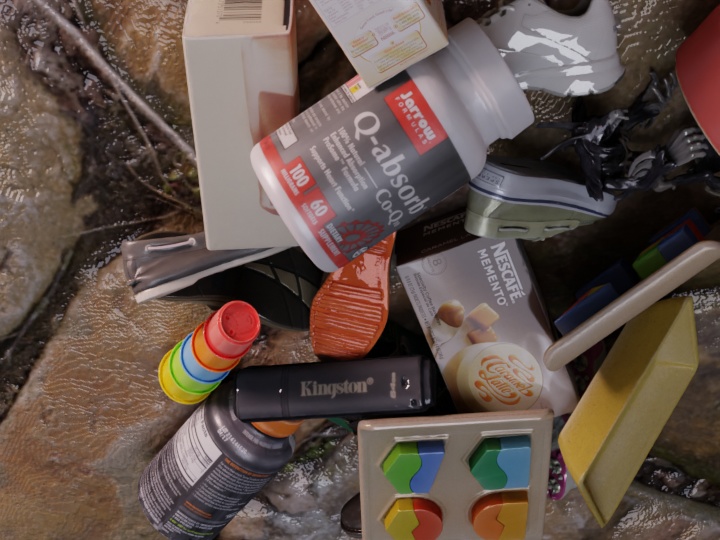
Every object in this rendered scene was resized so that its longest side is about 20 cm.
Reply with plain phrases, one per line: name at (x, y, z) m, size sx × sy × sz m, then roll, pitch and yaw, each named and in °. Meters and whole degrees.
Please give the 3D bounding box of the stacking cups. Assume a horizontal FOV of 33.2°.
stacking cups at (-0.135, 0.074, 1.128) m, size 0.060 × 0.061 × 0.200 m, roll 21°, pitch 154°, yaw -17°

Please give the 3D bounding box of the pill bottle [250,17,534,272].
pill bottle at (0.025, -0.098, 0.925) m, size 0.199 × 0.116 × 0.116 m, roll -34°, pitch 123°, yaw 4°

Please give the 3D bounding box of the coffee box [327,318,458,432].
coffee box at (0.056, 0.134, 1.246) m, size 0.199 × 0.044 × 0.123 m, roll 30°, pitch 121°, yaw -22°

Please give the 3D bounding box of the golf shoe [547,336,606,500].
golf shoe at (0.228, 0.141, 1.251) m, size 0.091 × 0.075 × 0.202 m, roll -13°, pitch 127°, yaw -30°

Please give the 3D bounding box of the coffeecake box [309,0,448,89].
coffeecake box at (-0.019, -0.259, 0.872) m, size 0.072 × 0.154 × 0.201 m, roll -26°, pitch 124°, yaw 17°

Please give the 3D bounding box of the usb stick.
usb stick at (-0.027, 0.111, 1.129) m, size 0.197 × 0.056 × 0.033 m, roll -5°, pitch 156°, yaw 17°

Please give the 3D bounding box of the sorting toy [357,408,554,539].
sorting toy at (0.091, 0.210, 1.159) m, size 0.182 × 0.037 × 0.202 m, roll -3°, pitch 131°, yaw -2°

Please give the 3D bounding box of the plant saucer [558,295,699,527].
plant saucer at (0.253, 0.131, 1.158) m, size 0.048 × 0.201 × 0.200 m, roll 27°, pitch 168°, yaw 26°

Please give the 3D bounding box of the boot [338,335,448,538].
boot at (0.013, 0.164, 1.207) m, size 0.199 × 0.070 × 0.174 m, roll -37°, pitch 114°, yaw 19°

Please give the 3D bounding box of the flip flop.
flip flop at (-0.126, 0.011, 1.134) m, size 0.197 × 0.082 × 0.058 m, roll 9°, pitch 164°, yaw -19°

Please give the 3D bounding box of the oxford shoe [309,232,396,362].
oxford shoe at (0.000, 0.000, 1.118) m, size 0.070 × 0.073 × 0.202 m, roll 16°, pitch 122°, yaw -1°

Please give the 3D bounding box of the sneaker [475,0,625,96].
sneaker at (0.117, -0.185, 0.998) m, size 0.197 × 0.075 × 0.088 m, roll -8°, pitch 113°, yaw -1°

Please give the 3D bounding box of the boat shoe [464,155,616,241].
boat shoe at (0.151, -0.058, 1.039) m, size 0.199 × 0.072 × 0.063 m, roll 3°, pitch 114°, yaw -48°

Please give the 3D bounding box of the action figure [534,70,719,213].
action figure at (0.252, -0.110, 1.024) m, size 0.197 × 0.120 × 0.102 m, roll 11°, pitch 137°, yaw -22°

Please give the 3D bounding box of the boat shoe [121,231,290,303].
boat shoe at (-0.117, -0.030, 1.078) m, size 0.198 × 0.067 × 0.058 m, roll -22°, pitch 93°, yaw -20°

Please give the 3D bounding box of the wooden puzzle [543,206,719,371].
wooden puzzle at (0.252, 0.005, 1.089) m, size 0.185 × 0.200 × 0.047 m, roll -39°, pitch 83°, yaw 24°

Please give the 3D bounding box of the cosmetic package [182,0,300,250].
cosmetic package at (-0.092, -0.128, 1.005) m, size 0.086 × 0.104 × 0.202 m, roll -2°, pitch 129°, yaw -1°

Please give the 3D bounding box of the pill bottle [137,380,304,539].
pill bottle at (-0.136, 0.186, 1.241) m, size 0.106 × 0.107 × 0.200 m, roll 30°, pitch 121°, yaw -22°

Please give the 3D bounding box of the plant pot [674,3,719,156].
plant pot at (0.358, -0.165, 0.943) m, size 0.200 × 0.202 × 0.177 m, roll 36°, pitch 127°, yaw -26°

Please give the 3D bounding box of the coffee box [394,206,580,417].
coffee box at (0.120, 0.046, 1.131) m, size 0.113 × 0.080 × 0.202 m, roll -19°, pitch 113°, yaw 11°
